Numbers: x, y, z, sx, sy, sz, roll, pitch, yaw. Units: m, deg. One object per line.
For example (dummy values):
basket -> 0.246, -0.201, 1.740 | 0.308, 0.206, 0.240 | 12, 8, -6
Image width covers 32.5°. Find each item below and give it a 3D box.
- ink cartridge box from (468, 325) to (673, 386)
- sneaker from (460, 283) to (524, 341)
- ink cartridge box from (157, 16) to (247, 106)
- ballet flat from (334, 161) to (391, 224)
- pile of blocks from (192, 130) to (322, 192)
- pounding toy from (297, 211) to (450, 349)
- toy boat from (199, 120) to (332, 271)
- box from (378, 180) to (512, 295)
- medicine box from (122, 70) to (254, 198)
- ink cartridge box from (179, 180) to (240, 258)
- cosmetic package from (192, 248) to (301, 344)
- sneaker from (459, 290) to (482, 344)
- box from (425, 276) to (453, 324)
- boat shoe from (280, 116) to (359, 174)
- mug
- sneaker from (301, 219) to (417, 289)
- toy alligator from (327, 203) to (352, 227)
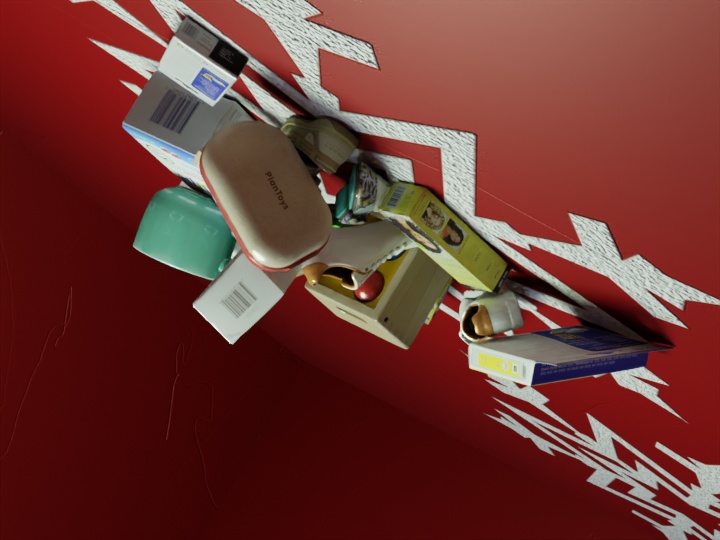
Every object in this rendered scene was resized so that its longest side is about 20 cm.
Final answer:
ink cartridge box -> 0.278, 0.116, 1.648 | 0.195, 0.048, 0.199 | -5, -170, -27
sneaker -> 0.177, 0.058, 1.762 | 0.200, 0.083, 0.074 | 2, -111, -89
ink cartridge box -> -0.209, -0.267, 1.611 | 0.094, 0.037, 0.200 | 33, 167, -12
ballet flat -> 0.009, -0.105, 1.687 | 0.071, 0.073, 0.200 | 32, 170, -3
pile of blocks -> -0.131, -0.148, 1.719 | 0.197, 0.062, 0.083 | 8, -138, -33
pounding toy -> 0.000, 0.000, 1.823 | 0.198, 0.186, 0.142 | 23, 167, 40
toy boat -> -0.132, -0.089, 1.595 | 0.202, 0.129, 0.131 | 61, 151, 4
box -> 0.116, -0.042, 1.666 | 0.199, 0.051, 0.075 | 38, 168, -34
medicine box -> -0.222, -0.184, 1.852 | 0.181, 0.104, 0.200 | 25, 167, 37
ink cartridge box -> -0.206, -0.102, 2.067 | 0.198, 0.147, 0.085 | 28, 171, 19
cosmetic package -> -0.142, 0.006, 1.695 | 0.081, 0.113, 0.200 | 45, -162, -7
sneaker -> 0.184, 0.082, 1.965 | 0.076, 0.081, 0.200 | 29, 171, 2
box -> 0.104, 0.030, 1.999 | 0.069, 0.065, 0.200 | 31, 170, 5
boat shoe -> -0.067, -0.156, 1.629 | 0.073, 0.064, 0.200 | 36, 169, -25
mug -> -0.254, -0.060, 1.951 | 0.183, 0.116, 0.152 | 21, -177, -18
sneaker -> 0.010, -0.018, 1.694 | 0.197, 0.086, 0.073 | -9, 165, -19
toy alligator -> -0.095, -0.090, 1.785 | 0.198, 0.055, 0.059 | 33, -146, -2
